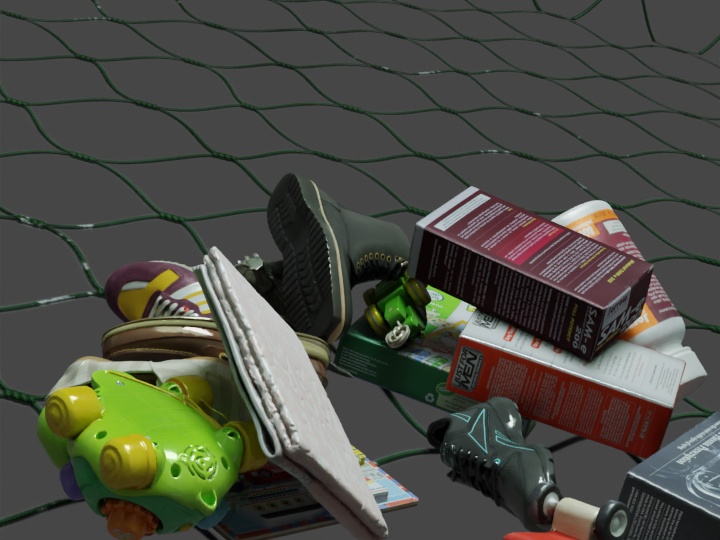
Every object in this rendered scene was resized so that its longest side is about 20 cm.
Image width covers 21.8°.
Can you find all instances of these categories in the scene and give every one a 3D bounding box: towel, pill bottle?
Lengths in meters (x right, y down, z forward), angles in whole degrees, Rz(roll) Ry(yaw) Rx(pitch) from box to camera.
[{"bbox_3d":[-0.055,0.101,1.444,0.191,0.032,0.200,51,11,-55],"label":"towel"},{"bbox_3d":[0.243,0.043,1.808,0.114,0.114,0.200,-11,64,-49],"label":"pill bottle"}]

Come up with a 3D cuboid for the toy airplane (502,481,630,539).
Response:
[{"bbox_3d":[0.173,0.254,1.325,0.198,0.142,0.200,26,-16,1],"label":"toy airplane"}]

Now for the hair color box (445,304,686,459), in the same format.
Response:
[{"bbox_3d":[0.187,0.095,1.696,0.199,0.061,0.102,19,27,9],"label":"hair color box"}]

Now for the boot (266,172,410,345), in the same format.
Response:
[{"bbox_3d":[0.000,0.000,1.702,0.138,0.078,0.201,21,37,-30],"label":"boot"}]

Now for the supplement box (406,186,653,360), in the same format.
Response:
[{"bbox_3d":[0.156,0.000,1.723,0.199,0.061,0.109,25,34,25],"label":"supplement box"}]

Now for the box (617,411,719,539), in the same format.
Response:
[{"bbox_3d":[0.320,0.219,1.521,0.182,0.105,0.200,26,23,25],"label":"box"}]

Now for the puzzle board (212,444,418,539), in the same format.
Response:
[{"bbox_3d":[-0.070,0.164,1.523,0.199,0.017,0.151,-6,28,-43],"label":"puzzle board"}]

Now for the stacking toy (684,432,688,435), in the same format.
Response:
[{"bbox_3d":[0.370,0.193,1.666,0.199,0.086,0.085,23,22,32],"label":"stacking toy"}]

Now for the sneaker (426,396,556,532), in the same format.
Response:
[{"bbox_3d":[0.113,0.171,1.579,0.079,0.076,0.200,-5,18,-11],"label":"sneaker"}]

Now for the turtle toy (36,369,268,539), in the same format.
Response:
[{"bbox_3d":[-0.171,0.137,1.402,0.145,0.102,0.200,-3,26,-43],"label":"turtle toy"}]

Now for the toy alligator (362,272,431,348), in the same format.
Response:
[{"bbox_3d":[0.042,0.045,1.747,0.054,0.059,0.200,52,11,-19],"label":"toy alligator"}]

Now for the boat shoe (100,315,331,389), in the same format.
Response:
[{"bbox_3d":[-0.120,0.084,1.577,0.199,0.072,0.068,9,63,-17],"label":"boat shoe"}]

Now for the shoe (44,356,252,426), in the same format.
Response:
[{"bbox_3d":[-0.167,0.106,1.501,0.199,0.070,0.053,1,13,30],"label":"shoe"}]

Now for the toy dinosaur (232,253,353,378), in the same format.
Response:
[{"bbox_3d":[-0.067,0.034,1.766,0.200,0.102,0.077,37,58,17],"label":"toy dinosaur"}]

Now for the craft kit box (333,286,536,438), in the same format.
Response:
[{"bbox_3d":[0.099,0.082,1.817,0.199,0.049,0.197,20,18,13],"label":"craft kit box"}]

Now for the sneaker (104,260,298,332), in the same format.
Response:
[{"bbox_3d":[-0.152,0.047,1.688,0.199,0.075,0.090,19,16,15],"label":"sneaker"}]
